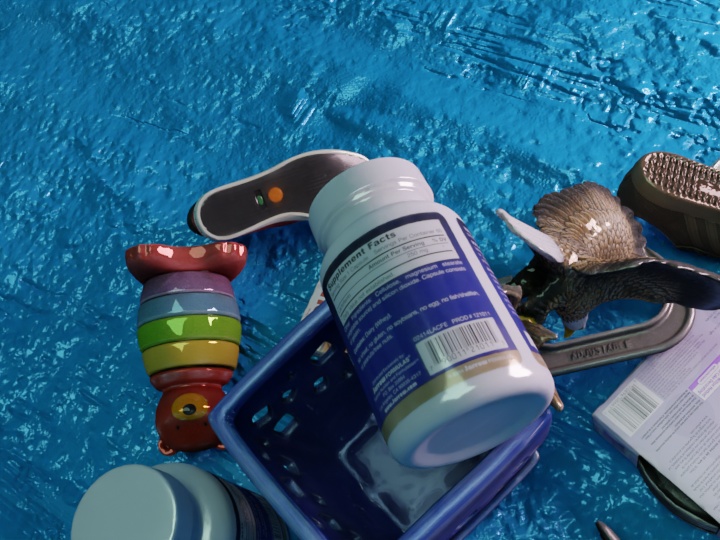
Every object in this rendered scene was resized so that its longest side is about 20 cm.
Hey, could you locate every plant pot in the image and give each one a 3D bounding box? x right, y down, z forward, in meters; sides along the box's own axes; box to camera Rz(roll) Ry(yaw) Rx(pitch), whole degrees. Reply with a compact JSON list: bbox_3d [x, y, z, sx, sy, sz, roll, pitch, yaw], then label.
[{"bbox_3d":[0.028,0.143,0.666,0.200,0.180,0.200,-43,60,-6],"label":"plant pot"}]

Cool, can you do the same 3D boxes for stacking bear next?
[{"bbox_3d":[-0.172,0.084,0.804,0.121,0.114,0.200,-2,73,-13],"label":"stacking bear"}]

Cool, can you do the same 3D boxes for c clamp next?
[{"bbox_3d":[0.195,0.019,0.731,0.200,0.027,0.171,-10,48,18],"label":"c clamp"}]

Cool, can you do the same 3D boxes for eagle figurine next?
[{"bbox_3d":[0.187,0.002,0.624,0.200,0.151,0.152,-24,84,-11],"label":"eagle figurine"}]

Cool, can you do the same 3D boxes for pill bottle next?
[{"bbox_3d":[0.039,0.024,0.551,0.116,0.116,0.200,-27,59,4],"label":"pill bottle"},{"bbox_3d":[-0.148,0.229,0.670,0.120,0.200,0.120,-8,63,15],"label":"pill bottle"}]

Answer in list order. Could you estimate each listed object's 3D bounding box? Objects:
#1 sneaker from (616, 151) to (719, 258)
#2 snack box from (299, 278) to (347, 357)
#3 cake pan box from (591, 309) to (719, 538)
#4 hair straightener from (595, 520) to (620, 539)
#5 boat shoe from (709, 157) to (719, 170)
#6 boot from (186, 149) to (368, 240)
[{"bbox_3d":[0.334,-0.044,0.729,0.200,0.076,0.070,29,65,5],"label":"sneaker"},{"bbox_3d":[0.000,0.000,0.835,0.072,0.024,0.200,15,70,26],"label":"snack box"},{"bbox_3d":[0.323,0.122,0.656,0.200,0.052,0.184,-45,58,-7],"label":"cake pan box"},{"bbox_3d":[0.255,0.272,0.610,0.077,0.041,0.200,-42,60,-5],"label":"hair straightener"},{"bbox_3d":[0.418,-0.120,0.731,0.200,0.068,0.075,-23,60,6],"label":"boat shoe"},{"bbox_3d":[-0.090,-0.081,0.868,0.200,0.144,0.072,-16,96,-15],"label":"boot"}]
